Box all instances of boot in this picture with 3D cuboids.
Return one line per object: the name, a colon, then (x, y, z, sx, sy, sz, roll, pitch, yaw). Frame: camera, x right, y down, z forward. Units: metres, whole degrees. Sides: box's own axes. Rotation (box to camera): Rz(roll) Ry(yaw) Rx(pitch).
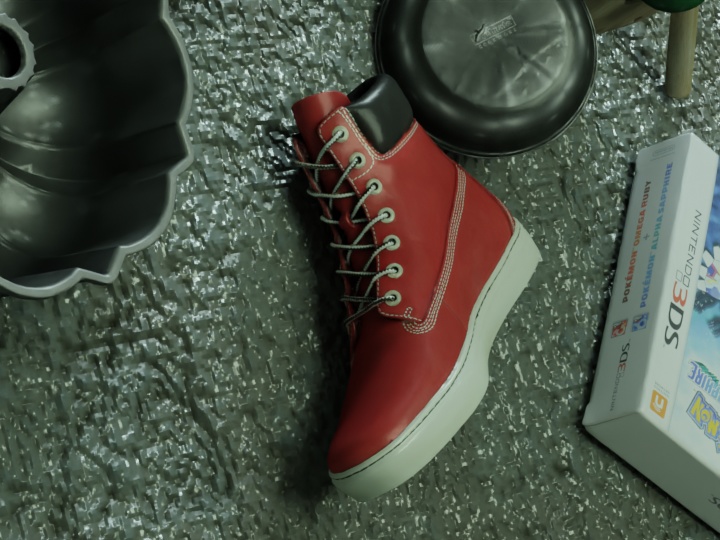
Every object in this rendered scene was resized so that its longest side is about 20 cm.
boot: (0.000, 0.000, 1.176, 0.144, 0.072, 0.200, 49, 38, -20)

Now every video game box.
video game box: (0.213, 0.053, 1.388, 0.200, 0.047, 0.183, 37, 54, -31)

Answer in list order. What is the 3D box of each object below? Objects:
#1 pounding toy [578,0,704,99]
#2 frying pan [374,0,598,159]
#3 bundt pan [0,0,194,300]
pounding toy: (0.149, -0.203, 1.337, 0.142, 0.184, 0.201, -20, 82, -45)
frying pan: (0.061, -0.150, 1.281, 0.114, 0.031, 0.191, -4, 78, -9)
bundt pan: (-0.166, -0.077, 1.027, 0.201, 0.076, 0.203, 19, 63, -41)
